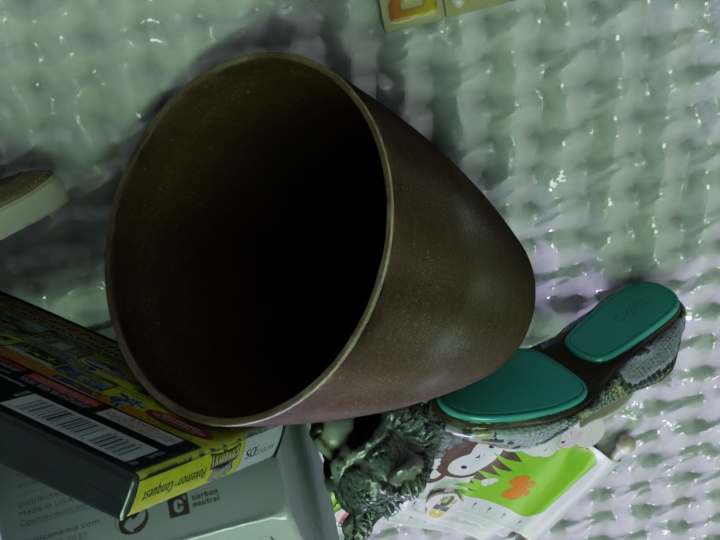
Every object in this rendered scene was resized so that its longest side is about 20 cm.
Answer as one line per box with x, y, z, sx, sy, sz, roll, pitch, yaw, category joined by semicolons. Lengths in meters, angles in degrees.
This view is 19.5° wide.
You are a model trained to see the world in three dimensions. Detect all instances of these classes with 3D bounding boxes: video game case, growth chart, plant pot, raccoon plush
-0.159;0.060;1.049;0.181;0.199;0.026;-13;123;-69;video game case
0.073;0.136;1.385;0.199;0.018;0.145;10;132;-29;growth chart
0.000;0.000;1.107;0.187;0.188;0.200;-39;149;25;plant pot
0.057;0.096;1.241;0.199;0.134;0.097;2;137;-20;raccoon plush

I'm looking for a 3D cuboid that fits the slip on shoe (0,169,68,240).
-0.250;-0.022;1.070;0.199;0.076;0.061;-21;95;-8;slip on shoe

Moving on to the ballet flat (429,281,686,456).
0.119;0.072;1.233;0.200;0.072;0.072;-25;149;-36;ballet flat

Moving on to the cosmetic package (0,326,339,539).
-0.106;0.150;1.226;0.164;0.166;0.200;-17;140;3;cosmetic package

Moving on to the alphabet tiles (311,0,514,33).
0.064;-0.192;1.021;0.199;0.006;0.167;-14;140;-2;alphabet tiles
